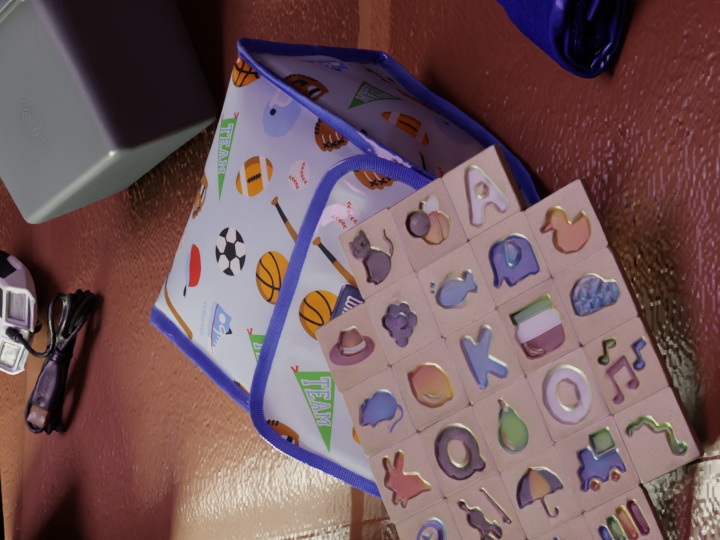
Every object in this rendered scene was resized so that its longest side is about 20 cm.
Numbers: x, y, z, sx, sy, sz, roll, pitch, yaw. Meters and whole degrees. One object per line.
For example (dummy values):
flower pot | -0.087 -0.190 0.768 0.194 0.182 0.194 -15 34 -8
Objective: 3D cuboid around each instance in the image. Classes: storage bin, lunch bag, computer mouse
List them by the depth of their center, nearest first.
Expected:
lunch bag | 0.000 0.000 1.313 0.200 0.124 0.170 41 121 41
storage bin | -0.171 -0.123 1.673 0.200 0.145 0.134 -29 86 57
computer mouse | -0.239 0.031 1.849 0.200 0.044 0.110 40 123 52

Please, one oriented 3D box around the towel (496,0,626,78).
towel | 0.081 -0.197 1.272 0.200 0.050 0.148 51 128 54

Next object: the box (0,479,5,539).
box | -0.260 0.245 1.747 0.160 0.043 0.200 97 171 -52

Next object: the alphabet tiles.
alphabet tiles | 0.063 0.053 1.190 0.166 0.006 0.200 -31 76 35
